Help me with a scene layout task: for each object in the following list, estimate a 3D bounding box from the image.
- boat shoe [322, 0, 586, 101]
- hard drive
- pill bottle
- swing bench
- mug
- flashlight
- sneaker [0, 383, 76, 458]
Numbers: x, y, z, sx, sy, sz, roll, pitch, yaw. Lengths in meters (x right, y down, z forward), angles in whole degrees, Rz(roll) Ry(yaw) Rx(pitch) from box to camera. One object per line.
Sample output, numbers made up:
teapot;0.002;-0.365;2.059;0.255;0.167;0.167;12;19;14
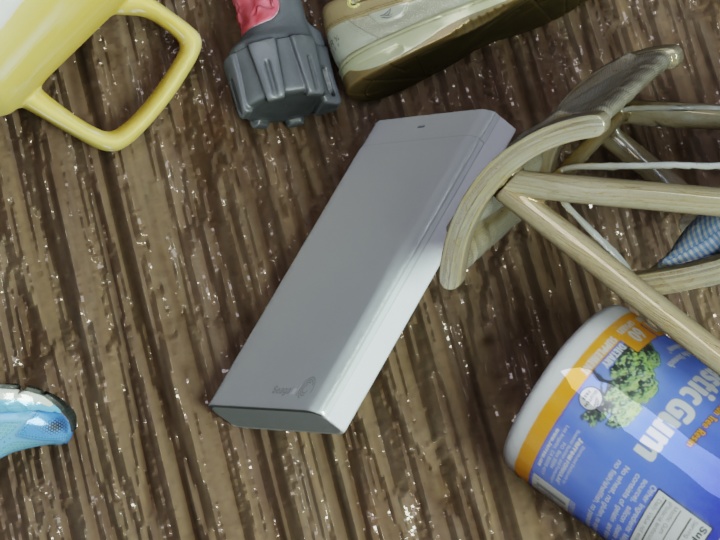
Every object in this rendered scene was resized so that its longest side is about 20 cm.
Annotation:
boat shoe;0.071;-0.172;1.755;0.200;0.074;0.066;-25;75;-6
hard drive;0.000;0.000;1.671;0.026;0.132;0.200;38;71;-24
pill bottle;0.187;0.117;1.616;0.200;0.112;0.112;35;75;15
swing bench;0.170;-0.039;1.613;0.200;0.199;0.130;22;111;10
mug;-0.203;-0.161;1.735;0.186;0.149;0.153;34;82;22
flashlight;-0.074;-0.183;1.774;0.068;0.068;0.200;-23;68;23
sneaker;-0.253;0.119;1.676;0.200;0.078;0.090;-18;88;0
